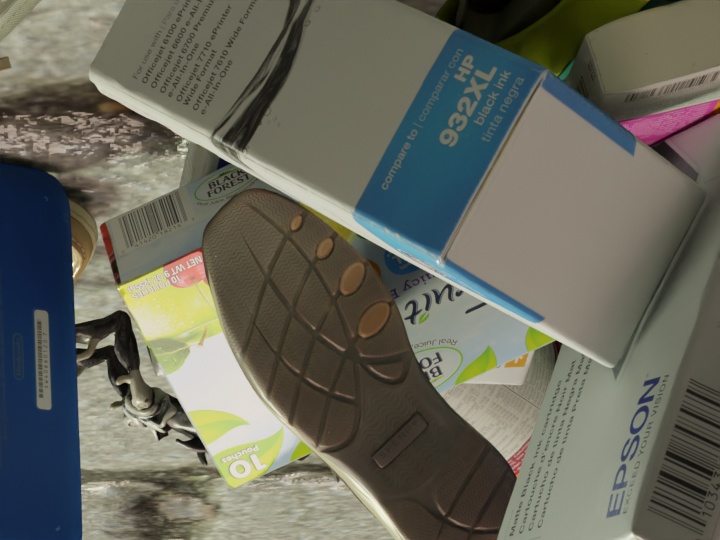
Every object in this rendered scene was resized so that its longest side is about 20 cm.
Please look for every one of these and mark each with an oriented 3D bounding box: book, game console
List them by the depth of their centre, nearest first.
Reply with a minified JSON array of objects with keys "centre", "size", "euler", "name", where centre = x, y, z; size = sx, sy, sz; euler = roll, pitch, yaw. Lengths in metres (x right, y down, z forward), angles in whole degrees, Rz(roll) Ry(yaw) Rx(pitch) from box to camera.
[{"centre":[0.150,-0.082,1.135],"size":[0.133,0.048,0.200],"euler":[-16,174,-3],"name":"book"},{"centre":[-0.235,0.050,1.299],"size":[0.170,0.201,0.118],"euler":[10,158,-37],"name":"game console"}]

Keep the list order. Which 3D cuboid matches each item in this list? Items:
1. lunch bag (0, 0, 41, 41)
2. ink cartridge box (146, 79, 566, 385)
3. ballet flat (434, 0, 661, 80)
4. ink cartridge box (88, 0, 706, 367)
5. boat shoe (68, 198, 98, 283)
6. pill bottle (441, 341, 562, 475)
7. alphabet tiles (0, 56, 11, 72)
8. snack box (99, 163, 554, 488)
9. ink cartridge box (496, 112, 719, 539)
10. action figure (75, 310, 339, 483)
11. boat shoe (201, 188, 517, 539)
[{"centre":[-0.201,-0.125,0.927],"size":[0.163,0.118,0.200],"euler":[11,160,-36],"name":"lunch bag"},{"centre":[0.012,-0.035,1.285],"size":[0.196,0.047,0.201],"euler":[3,123,-20],"name":"ink cartridge box"},{"centre":[0.082,-0.124,1.084],"size":[0.067,0.067,0.200],"euler":[16,157,-15],"name":"ballet flat"},{"centre":[0.014,-0.054,1.075],"size":[0.199,0.084,0.145],"euler":[29,180,37],"name":"ink cartridge box"},{"centre":[-0.210,0.037,1.394],"size":[0.074,0.069,0.200],"euler":[35,122,-29],"name":"boat shoe"},{"centre":[0.028,0.042,1.458],"size":[0.109,0.110,0.200],"euler":[-16,149,31],"name":"pill bottle"},{"centre":[-0.254,-0.055,1.175],"size":[0.199,0.008,0.167],"euler":[-17,-176,31],"name":"alphabet tiles"},{"centre":[0.000,0.000,1.246],"size":[0.199,0.053,0.143],"euler":[-25,131,2],"name":"snack box"},{"centre":[0.113,0.038,1.128],"size":[0.040,0.201,0.200],"euler":[25,160,-13],"name":"ink cartridge box"},{"centre":[-0.095,0.051,1.483],"size":[0.199,0.103,0.119],"euler":[16,160,-8],"name":"action figure"},{"centre":[-0.009,0.051,1.193],"size":[0.074,0.200,0.073],"euler":[-38,-164,-13],"name":"boat shoe"}]
